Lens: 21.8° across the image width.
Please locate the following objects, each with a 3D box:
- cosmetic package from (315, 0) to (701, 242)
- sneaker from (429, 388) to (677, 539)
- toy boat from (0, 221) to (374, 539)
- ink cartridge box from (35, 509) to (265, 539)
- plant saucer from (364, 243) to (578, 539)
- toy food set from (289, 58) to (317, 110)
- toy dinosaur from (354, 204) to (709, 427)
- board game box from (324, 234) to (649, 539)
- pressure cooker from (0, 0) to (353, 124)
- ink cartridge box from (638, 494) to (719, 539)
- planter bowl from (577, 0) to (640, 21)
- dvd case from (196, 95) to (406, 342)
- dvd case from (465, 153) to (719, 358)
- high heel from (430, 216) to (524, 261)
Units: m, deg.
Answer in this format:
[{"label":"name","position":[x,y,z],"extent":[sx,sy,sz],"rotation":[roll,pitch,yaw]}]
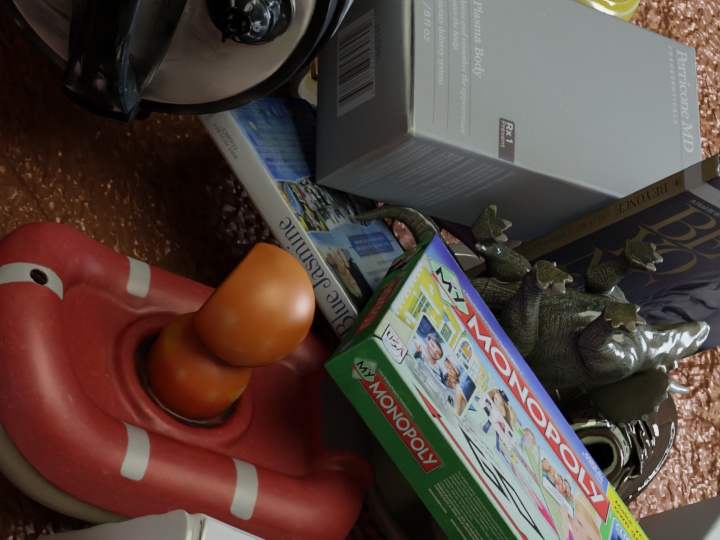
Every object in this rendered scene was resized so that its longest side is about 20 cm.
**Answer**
[{"label":"cosmetic package","position":[0.077,-0.080,0.944],"extent":[0.199,0.090,0.108],"rotation":[11,68,-33]},{"label":"sneaker","position":[0.124,0.103,0.989],"extent":[0.199,0.075,0.071],"rotation":[-26,91,-44]},{"label":"toy boat","position":[-0.068,0.037,0.795],"extent":[0.199,0.131,0.131],"rotation":[21,40,-27]},{"label":"ink cartridge box","position":[-0.038,0.180,0.802],"extent":[0.199,0.146,0.083],"rotation":[27,63,-31]},{"label":"plant saucer","position":[0.062,0.085,1.014],"extent":[0.199,0.029,0.202],"rotation":[17,63,-36]},{"label":"toy food set","position":[0.041,-0.148,1.066],"extent":[0.199,0.060,0.145],"rotation":[17,62,-36]},{"label":"toy dinosaur","position":[0.087,0.026,0.925],"extent":[0.198,0.103,0.077],"rotation":[12,47,-8]},{"label":"board game box","position":[0.067,0.091,0.837],"extent":[0.201,0.029,0.135],"rotation":[54,23,-8]},{"label":"pressure cooker","position":[-0.071,-0.170,0.823],"extent":[0.177,0.177,0.201],"rotation":[65,28,-29]},{"label":"ink cartridge box","position":[0.204,0.248,1.035],"extent":[0.201,0.087,0.145],"rotation":[55,47,-8]},{"label":"planter bowl","position":[0.104,-0.182,1.052],"extent":[0.200,0.083,0.202],"rotation":[22,60,-44]},{"label":"dvd case","position":[0.000,0.000,0.917],"extent":[0.201,0.017,0.143],"rotation":[57,15,6]},{"label":"dvd case","position":[0.159,0.006,0.973],"extent":[0.148,0.199,0.016],"rotation":[23,57,-33]},{"label":"high heel","position":[0.089,-0.051,1.075],"extent":[0.096,0.068,0.199],"rotation":[43,20,24]}]
